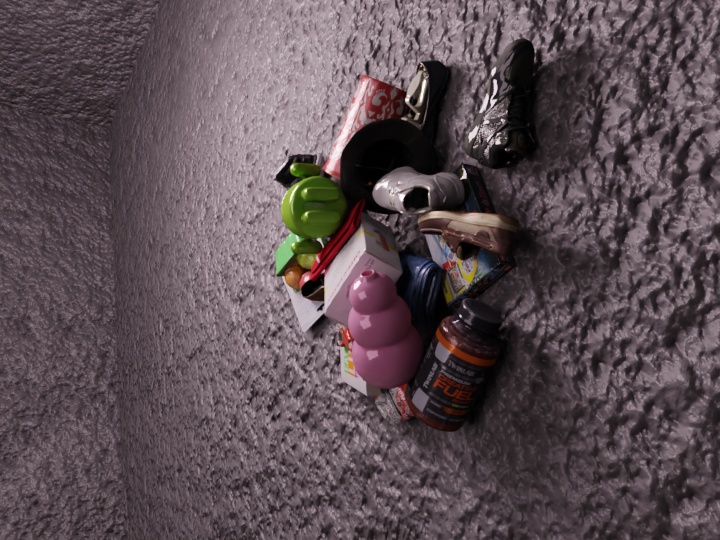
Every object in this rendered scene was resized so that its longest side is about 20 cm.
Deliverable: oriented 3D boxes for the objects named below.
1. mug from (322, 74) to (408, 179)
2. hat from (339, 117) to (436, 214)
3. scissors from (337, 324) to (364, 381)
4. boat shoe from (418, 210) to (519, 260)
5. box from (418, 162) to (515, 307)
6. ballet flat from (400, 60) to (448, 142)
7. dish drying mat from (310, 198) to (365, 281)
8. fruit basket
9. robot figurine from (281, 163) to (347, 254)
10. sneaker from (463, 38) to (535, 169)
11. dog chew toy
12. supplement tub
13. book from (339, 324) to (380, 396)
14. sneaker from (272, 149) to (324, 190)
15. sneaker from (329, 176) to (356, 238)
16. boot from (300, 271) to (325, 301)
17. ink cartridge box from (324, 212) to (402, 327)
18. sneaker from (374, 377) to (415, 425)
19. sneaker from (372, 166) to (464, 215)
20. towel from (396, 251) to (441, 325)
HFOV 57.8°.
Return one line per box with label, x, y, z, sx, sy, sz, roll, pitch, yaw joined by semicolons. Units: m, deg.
mug;0.004;-0.282;1.317;0.177;0.132;0.203;33;108;40
hat;0.050;-0.207;1.214;0.201;0.198;0.082;-53;23;36
scissors;-0.018;0.136;1.232;0.200;0.014;0.075;-132;48;-69
boat shoe;0.162;-0.053;1.034;0.198;0.071;0.073;8;90;50
box;0.174;-0.059;1.110;0.137;0.037;0.203;-45;50;43
ballet flat;0.107;-0.295;1.224;0.073;0.072;0.204;30;109;53
dish drying mat;-0.048;-0.057;1.272;0.200;0.018;0.078;-49;17;48
fruit basket;-0.116;0.011;1.503;0.185;0.093;0.202;-46;64;42
robot figurine;-0.094;-0.121;1.284;0.200;0.113;0.179;-171;78;-74
sneaker;0.240;-0.249;1.018;0.114;0.075;0.202;49;126;46
dog chew toy;0.034;0.093;1.075;0.124;0.123;0.203;26;137;54
supplement tub;0.154;0.148;1.042;0.107;0.105;0.203;46;122;49
book;0.002;0.160;1.260;0.200;0.047;0.136;171;102;-75
sneaker;-0.156;-0.184;1.540;0.075;0.112;0.204;-146;69;-74
sneaker;-0.049;-0.160;1.408;0.076;0.089;0.204;143;127;-57
boot;-0.040;0.017;1.349;0.198;0.075;0.075;-28;76;31
ink cartridge box;0.000;0.000;1.201;0.146;0.083;0.201;-57;15;19
sneaker;0.056;0.184;1.215;0.108;0.066;0.204;-48;50;37
sneaker;0.079;-0.135;1.120;0.198;0.099;0.076;5;111;49
towel;0.081;0.026;1.185;0.200;0.048;0.114;-159;80;-69
